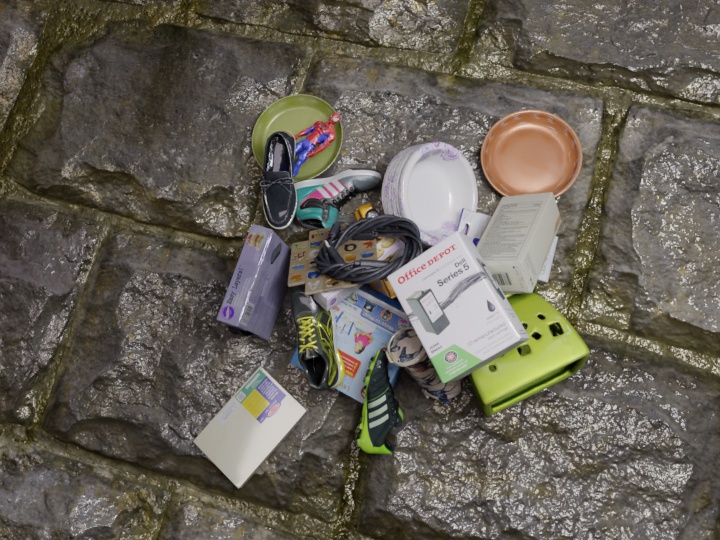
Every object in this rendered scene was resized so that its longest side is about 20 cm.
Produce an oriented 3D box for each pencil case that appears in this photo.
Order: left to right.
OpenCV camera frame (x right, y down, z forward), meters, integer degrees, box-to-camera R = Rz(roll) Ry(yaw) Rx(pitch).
[{"bbox_3d":[0.119,0.172,1.181,0.089,0.200,0.078,-44,48,0],"label":"pencil case"}]

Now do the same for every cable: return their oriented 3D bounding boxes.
[{"bbox_3d":[0.014,-0.039,1.163,0.200,0.051,0.163,10,43,29],"label":"cable"}]

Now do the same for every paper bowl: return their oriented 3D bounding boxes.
[{"bbox_3d":[0.125,-0.145,1.274,0.104,0.200,0.201,5,73,53],"label":"paper bowl"}]

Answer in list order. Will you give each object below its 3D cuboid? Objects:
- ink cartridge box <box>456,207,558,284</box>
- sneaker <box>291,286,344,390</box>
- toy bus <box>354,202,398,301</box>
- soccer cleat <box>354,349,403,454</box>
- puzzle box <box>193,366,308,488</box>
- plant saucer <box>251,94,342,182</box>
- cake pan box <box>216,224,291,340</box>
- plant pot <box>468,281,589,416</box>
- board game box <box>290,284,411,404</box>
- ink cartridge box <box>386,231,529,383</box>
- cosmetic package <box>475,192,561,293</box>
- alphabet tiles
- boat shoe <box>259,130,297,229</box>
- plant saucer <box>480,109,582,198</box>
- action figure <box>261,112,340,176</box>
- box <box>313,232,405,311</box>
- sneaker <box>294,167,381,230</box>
[{"bbox_3d":[0.277,-0.047,1.273,0.199,0.037,0.095,17,80,-5],"label":"ink cartridge box"},{"bbox_3d":[-0.082,0.126,1.199,0.074,0.085,0.201,-19,89,17],"label":"sneaker"},{"bbox_3d":[0.034,-0.031,1.311,0.078,0.065,0.200,-26,75,3],"label":"toy bus"},{"bbox_3d":[0.041,0.240,1.188,0.081,0.068,0.201,8,104,7],"label":"soccer cleat"},{"bbox_3d":[-0.215,0.306,1.288,0.133,0.025,0.200,41,85,15],"label":"puzzle box"},{"bbox_3d":[-0.134,-0.281,1.410,0.199,0.031,0.201,-2,78,8],"label":"plant saucer"},{"bbox_3d":[-0.194,0.033,1.268,0.052,0.184,0.201,15,80,16],"label":"cake pan box"},{"bbox_3d":[0.269,0.132,1.177,0.199,0.200,0.182,-27,67,1],"label":"plant pot"},{"bbox_3d":[-0.006,0.133,1.250,0.200,0.056,0.196,28,103,13],"label":"board game box"},{"bbox_3d":[0.156,0.060,1.062,0.145,0.084,0.200,-34,72,18],"label":"ink cartridge box"},{"bbox_3d":[0.276,-0.050,1.159,0.105,0.071,0.200,-1,40,38],"label":"cosmetic package"},{"bbox_3d":[-0.051,-0.026,1.217,0.166,0.006,0.200,-10,36,6],"label":"alphabet tiles"},{"bbox_3d":[-0.165,-0.182,1.308,0.074,0.062,0.201,4,92,10],"label":"boat shoe"},{"bbox_3d":[0.344,-0.227,1.326,0.199,0.037,0.201,-2,77,7],"label":"plant saucer"},{"bbox_3d":[-0.115,-0.255,1.364,0.200,0.052,0.065,-45,71,-5],"label":"action figure"},{"bbox_3d":[0.000,0.000,1.212,0.200,0.039,0.041,-35,63,-26],"label":"box"},{"bbox_3d":[-0.049,-0.134,1.335,0.199,0.084,0.121,-11,71,13],"label":"sneaker"}]
